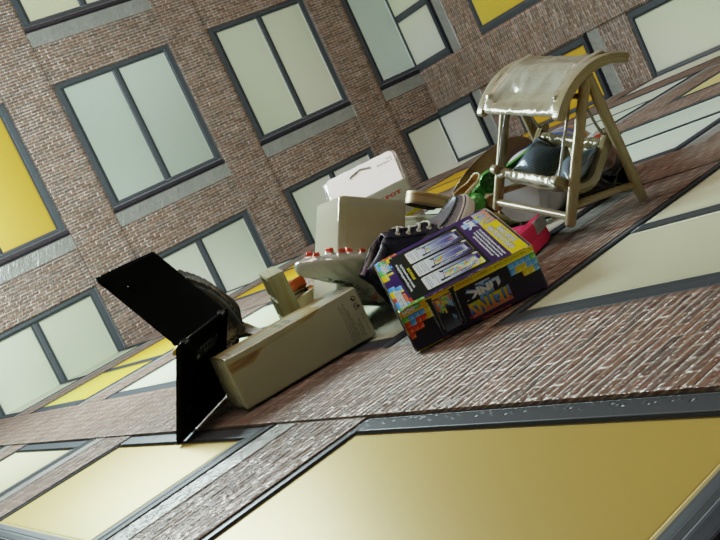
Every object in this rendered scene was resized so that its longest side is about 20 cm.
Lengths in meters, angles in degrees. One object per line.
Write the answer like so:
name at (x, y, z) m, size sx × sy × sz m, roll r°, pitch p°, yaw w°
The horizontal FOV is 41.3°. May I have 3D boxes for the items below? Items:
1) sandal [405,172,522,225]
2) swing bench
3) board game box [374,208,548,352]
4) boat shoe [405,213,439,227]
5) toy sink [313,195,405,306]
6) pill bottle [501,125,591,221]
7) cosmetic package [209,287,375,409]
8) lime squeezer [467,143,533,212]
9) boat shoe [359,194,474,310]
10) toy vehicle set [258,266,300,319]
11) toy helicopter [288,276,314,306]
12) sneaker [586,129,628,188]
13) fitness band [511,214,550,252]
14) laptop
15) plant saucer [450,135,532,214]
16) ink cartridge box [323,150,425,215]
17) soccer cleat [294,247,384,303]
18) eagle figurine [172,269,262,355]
sandal at (0.171, -0.122, 1.510) m, size 0.208 × 0.071 × 0.077 m, roll 9°, pitch -3°, yaw -22°
swing bench at (0.259, -0.182, 1.275) m, size 0.128 × 0.203 × 0.198 m, roll -19°, pitch 16°, yaw -19°
board game box at (0.110, 0.005, 1.122) m, size 0.163 × 0.057 × 0.200 m, roll -25°, pitch 17°, yaw 1°
boat shoe at (0.140, -0.057, 1.495) m, size 0.198 × 0.073 × 0.059 m, roll 3°, pitch 8°, yaw 40°
toy sink at (0.000, 0.000, 1.414) m, size 0.110 × 0.204 × 0.130 m, roll 3°, pitch -4°, yaw -17°
pill bottle at (0.296, -0.150, 1.518) m, size 0.111 × 0.113 × 0.199 m, roll -20°, pitch 9°, yaw 45°
cosmetic package at (-0.090, 0.100, 1.254) m, size 0.198 × 0.072 × 0.105 m, roll -29°, pitch 6°, yaw -21°
lime squeezer at (0.191, -0.110, 1.419) m, size 0.201 × 0.038 × 0.070 m, roll -52°, pitch 39°, yaw -9°
boat shoe at (0.076, -0.042, 1.280) m, size 0.202 × 0.092 × 0.075 m, roll -60°, pitch 13°, yaw -26°
toy vehicle set at (-0.110, 0.058, 1.438) m, size 0.026 × 0.126 × 0.200 m, roll -26°, pitch 6°, yaw -8°
toy helicopter at (-0.053, 0.035, 1.660) m, size 0.131 × 0.080 × 0.200 m, roll -32°, pitch -7°, yaw 5°
sneaker at (0.369, -0.143, 1.422) m, size 0.077 × 0.082 × 0.199 m, roll -53°, pitch -21°, yaw 12°
fitness band at (0.183, -0.022, 1.306) m, size 0.142 × 0.038 × 0.199 m, roll -26°, pitch 5°, yaw 35°
laptop at (-0.256, 0.095, 1.261) m, size 0.114 × 0.204 × 0.187 m, roll 4°, pitch 12°, yaw 10°
plant saucer at (0.232, -0.133, 1.614) m, size 0.198 × 0.035 × 0.202 m, roll -30°, pitch -32°, yaw -22°
ink cartridge box at (0.040, -0.097, 1.735) m, size 0.143 × 0.201 × 0.085 m, roll -25°, pitch 46°, yaw 6°
soccer cleat at (0.006, 0.007, 1.314) m, size 0.196 × 0.079 × 0.069 m, roll -2°, pitch 3°, yaw -21°
eagle figurine at (-0.234, 0.074, 1.467) m, size 0.150 × 0.203 × 0.150 m, roll -21°, pitch 7°, yaw 38°
